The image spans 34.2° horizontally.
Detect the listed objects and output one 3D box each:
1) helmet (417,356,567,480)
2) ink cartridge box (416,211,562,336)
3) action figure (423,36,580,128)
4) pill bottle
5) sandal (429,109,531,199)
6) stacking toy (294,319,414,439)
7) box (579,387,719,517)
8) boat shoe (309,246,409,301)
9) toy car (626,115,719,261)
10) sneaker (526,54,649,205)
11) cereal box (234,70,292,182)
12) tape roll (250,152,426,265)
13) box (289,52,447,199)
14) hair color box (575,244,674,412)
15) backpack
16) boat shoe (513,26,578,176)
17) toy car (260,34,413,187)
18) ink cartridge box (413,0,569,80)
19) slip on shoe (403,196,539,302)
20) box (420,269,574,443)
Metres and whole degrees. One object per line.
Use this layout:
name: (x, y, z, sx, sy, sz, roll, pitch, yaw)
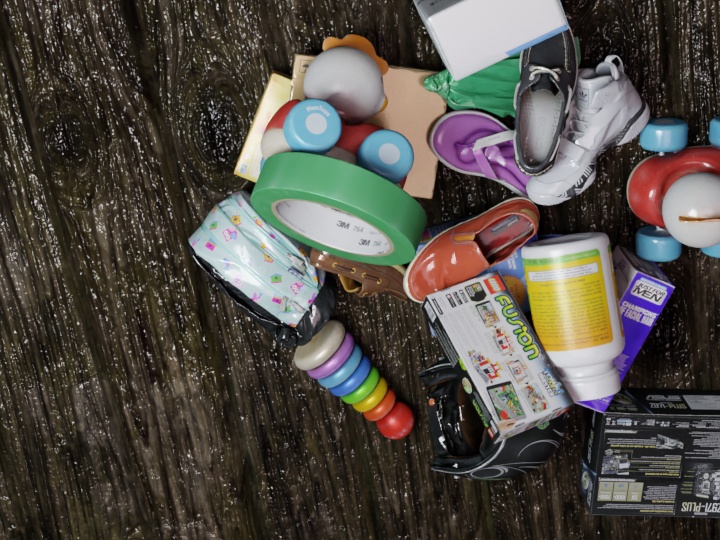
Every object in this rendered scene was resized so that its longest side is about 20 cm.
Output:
helmet: (0.179, 0.189, 1.571, 0.200, 0.191, 0.200, 0, 89, 38)
ink cartridge box: (0.173, -0.007, 1.569, 0.200, 0.076, 0.137, -16, 109, 2)
action figure: (0.173, -0.237, 1.474, 0.200, 0.055, 0.118, -3, 108, -20)
pill bottle: (0.273, 0.058, 1.484, 0.111, 0.111, 0.200, -10, 95, 2)
sandal: (0.181, -0.149, 1.505, 0.203, 0.050, 0.083, 19, 94, -28)
stacking toy: (0.002, 0.162, 1.623, 0.085, 0.085, 0.200, -39, 110, 11)
box: (0.424, 0.258, 1.664, 0.200, 0.086, 0.164, 1, 109, -2)
boat shoe: (0.000, 0.000, 1.530, 0.200, 0.072, 0.068, 34, 81, -48)
toy car: (0.443, -0.084, 1.482, 0.177, 0.200, 0.185, -2, 110, -1)
sneaker: (0.273, -0.180, 1.475, 0.200, 0.075, 0.115, -42, 133, -8)
cereal box: (-0.047, -0.157, 1.525, 0.200, 0.040, 0.144, 20, 105, -8)
tape roll: (-0.025, -0.068, 1.348, 0.200, 0.200, 0.048, 21, 73, -9)
box: (0.005, -0.182, 1.489, 0.200, 0.021, 0.164, 7, 103, -6)
hair color box: (0.339, 0.078, 1.585, 0.065, 0.109, 0.200, 21, 108, -9)
backpack: (-0.126, -0.006, 1.529, 0.200, 0.167, 0.127, 41, 87, -11)
boat shoe: (0.221, -0.214, 1.421, 0.074, 0.060, 0.200, 11, 94, 10)
toy car: (-0.010, -0.191, 1.405, 0.177, 0.184, 0.200, 22, 74, -9)
ink cartridge box: (0.149, -0.310, 1.394, 0.145, 0.200, 0.084, -25, 111, 7)
slip on shoe: (0.141, -0.024, 1.492, 0.200, 0.061, 0.074, -32, 106, 9)
box: (0.169, 0.105, 1.462, 0.110, 0.035, 0.200, -18, 66, -21)
